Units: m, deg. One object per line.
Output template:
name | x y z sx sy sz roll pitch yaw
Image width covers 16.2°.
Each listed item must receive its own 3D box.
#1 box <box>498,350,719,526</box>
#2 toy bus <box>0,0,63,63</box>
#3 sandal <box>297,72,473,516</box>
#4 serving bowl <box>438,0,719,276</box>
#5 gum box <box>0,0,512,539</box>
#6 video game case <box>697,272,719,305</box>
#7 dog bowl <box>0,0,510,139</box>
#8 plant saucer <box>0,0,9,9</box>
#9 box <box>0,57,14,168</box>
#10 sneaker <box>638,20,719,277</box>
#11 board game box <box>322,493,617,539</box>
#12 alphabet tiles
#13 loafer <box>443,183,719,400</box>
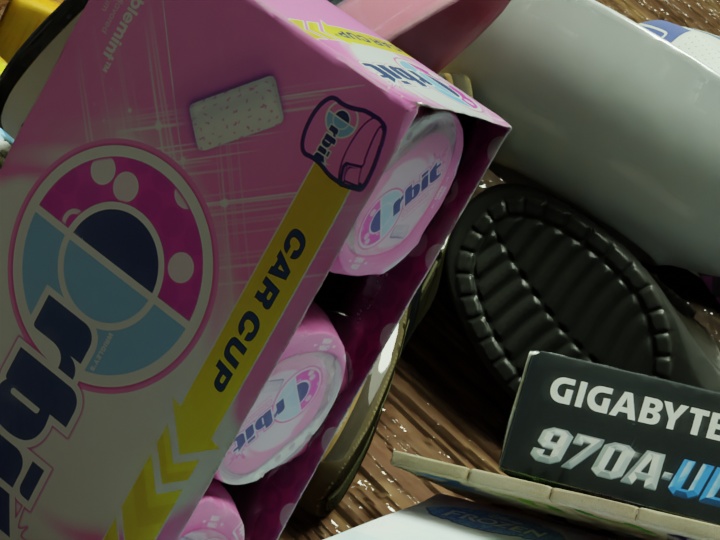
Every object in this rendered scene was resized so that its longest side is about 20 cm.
box | 0.165 0.086 0.866 0.199 0.046 0.159 12 -11 27
toy bus | -0.058 -0.056 1.034 0.199 0.065 0.078 27 27 -6
sandal | 0.000 0.000 0.931 0.054 0.082 0.200 19 57 5
serving bowl | 0.102 -0.051 1.038 0.200 0.066 0.200 31 -1 1
gum box | -0.058 0.010 0.766 0.113 0.200 0.066 36 15 24
video game case | 0.250 0.079 1.091 0.181 0.036 0.200 28 22 -36
dog bowl | -0.029 -0.083 0.893 0.074 0.200 0.200 55 30 4
plant saucer | -0.219 -0.123 0.963 0.199 0.032 0.200 9 11 -2
box | -0.152 -0.028 0.918 0.200 0.038 0.136 44 29 27
sneaker | 0.143 -0.065 1.236 0.115 0.081 0.200 17 30 -28
board game box | 0.062 0.124 0.749 0.199 0.044 0.199 13 13 28
alphabet tiles | 0.129 0.105 0.873 0.167 0.008 0.200 10 -12 39
loafer | 0.111 0.045 1.016 0.200 0.073 0.071 45 9 -4
